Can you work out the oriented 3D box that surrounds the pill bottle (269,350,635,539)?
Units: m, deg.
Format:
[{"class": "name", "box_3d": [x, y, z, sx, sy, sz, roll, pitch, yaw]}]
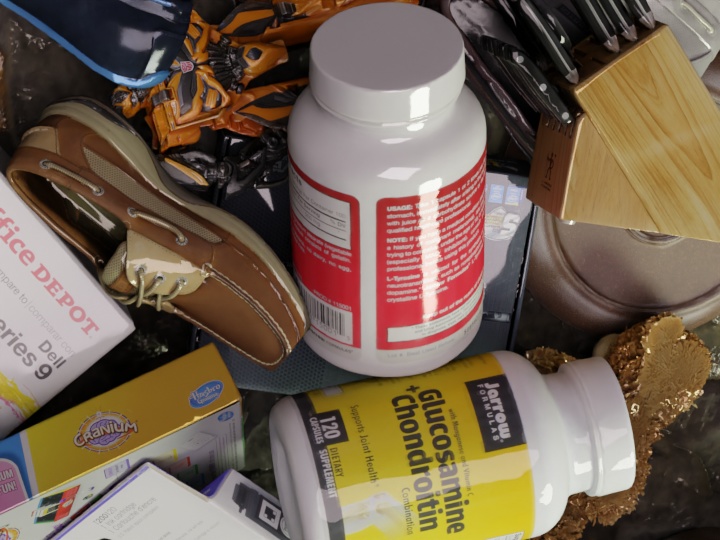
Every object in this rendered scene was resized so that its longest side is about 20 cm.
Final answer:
[{"class": "pill bottle", "box_3d": [0.053, 0.109, 1.574, 0.200, 0.112, 0.112, -12, 109, -9]}]

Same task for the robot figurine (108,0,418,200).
[{"class": "robot figurine", "box_3d": [-0.050, -0.124, 1.589, 0.200, 0.058, 0.145, -14, 75, -15]}]

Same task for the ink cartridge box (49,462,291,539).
[{"class": "ink cartridge box", "box_3d": [-0.108, 0.203, 1.657, 0.200, 0.043, 0.198, 36, 127, -22]}]

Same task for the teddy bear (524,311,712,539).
[{"class": "teddy bear", "box_3d": [0.135, 0.108, 1.692, 0.145, 0.067, 0.200, 27, 89, -34]}]

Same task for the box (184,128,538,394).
[{"class": "box", "box_3d": [0.000, 0.000, 1.655, 0.200, 0.051, 0.158, 8, 105, -8]}]

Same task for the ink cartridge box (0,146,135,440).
[{"class": "ink cartridge box", "box_3d": [-0.255, 0.034, 1.597, 0.200, 0.088, 0.145, -39, 110, -1]}]

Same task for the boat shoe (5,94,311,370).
[{"class": "boat shoe", "box_3d": [-0.122, -0.011, 1.544, 0.200, 0.076, 0.074, 41, 51, 2]}]

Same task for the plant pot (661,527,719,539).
[{"class": "plant pot", "box_3d": [0.248, 0.264, 1.718, 0.200, 0.198, 0.201, -4, 105, -14]}]

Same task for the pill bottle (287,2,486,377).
[{"class": "pill bottle", "box_3d": [0.015, -0.046, 1.525, 0.112, 0.112, 0.200, -9, 131, -10]}]

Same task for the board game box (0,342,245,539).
[{"class": "board game box", "box_3d": [-0.166, 0.123, 1.604, 0.200, 0.153, 0.040, -25, 73, -10]}]

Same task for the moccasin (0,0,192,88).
[{"class": "moccasin", "box_3d": [-0.180, -0.184, 1.538, 0.200, 0.080, 0.068, 34, 106, 1]}]

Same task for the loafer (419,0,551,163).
[{"class": "loafer", "box_3d": [0.115, -0.104, 1.630, 0.200, 0.063, 0.072, 41, 92, -5]}]

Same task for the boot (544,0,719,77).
[{"class": "boot", "box_3d": [0.145, -0.196, 1.638, 0.200, 0.074, 0.096, 43, 72, -15]}]

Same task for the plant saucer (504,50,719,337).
[{"class": "plant saucer", "box_3d": [0.186, -0.047, 1.704, 0.200, 0.032, 0.200, -3, 107, -11]}]

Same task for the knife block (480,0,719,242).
[{"class": "knife block", "box_3d": [0.166, -0.112, 1.576, 0.200, 0.064, 0.176, 8, 102, -18]}]
